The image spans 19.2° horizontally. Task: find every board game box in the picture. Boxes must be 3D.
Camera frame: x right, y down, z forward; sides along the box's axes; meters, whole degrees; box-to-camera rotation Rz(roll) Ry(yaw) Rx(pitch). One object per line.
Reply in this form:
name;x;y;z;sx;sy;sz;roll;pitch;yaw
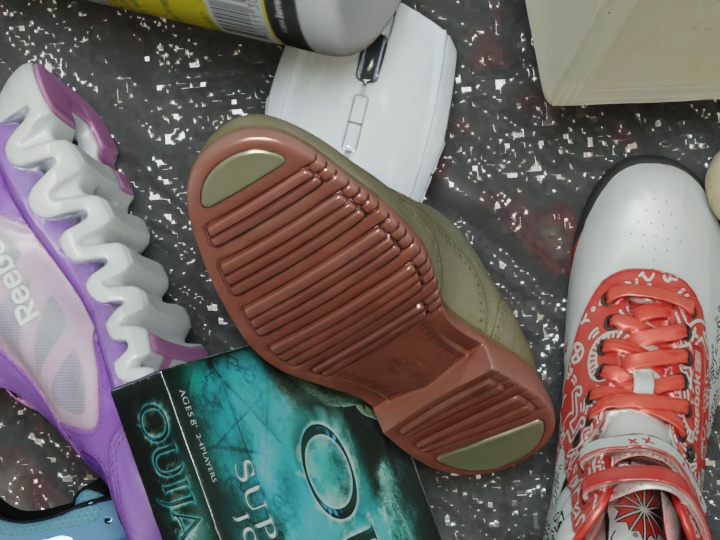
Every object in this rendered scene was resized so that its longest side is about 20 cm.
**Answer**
board game box;-0.008;0.121;0.757;0.028;0.135;0.201;-22;86;31

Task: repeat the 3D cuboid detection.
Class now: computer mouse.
computer mouse;0.003;-0.067;0.822;0.109;0.044;0.201;12;89;-2

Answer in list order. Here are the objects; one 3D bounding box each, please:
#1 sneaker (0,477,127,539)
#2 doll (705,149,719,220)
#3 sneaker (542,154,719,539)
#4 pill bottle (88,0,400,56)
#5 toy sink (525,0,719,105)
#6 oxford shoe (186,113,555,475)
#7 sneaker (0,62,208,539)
sneaker;-0.081;0.118;0.805;0.199;0.078;0.090;13;83;-3
doll;0.194;-0.102;0.823;0.136;0.048;0.201;32;88;10
sneaker;0.107;0.056;0.791;0.067;0.108;0.203;10;89;-1
pill bottle;-0.082;-0.152;0.770;0.199;0.114;0.115;15;89;16
toy sink;0.129;-0.160;0.720;0.111;0.200;0.131;-4;66;-13
oxford shoe;0.000;0.000;0.764;0.071;0.200;0.074;-25;47;16
sneaker;-0.112;0.026;0.796;0.088;0.080;0.201;-28;71;8
